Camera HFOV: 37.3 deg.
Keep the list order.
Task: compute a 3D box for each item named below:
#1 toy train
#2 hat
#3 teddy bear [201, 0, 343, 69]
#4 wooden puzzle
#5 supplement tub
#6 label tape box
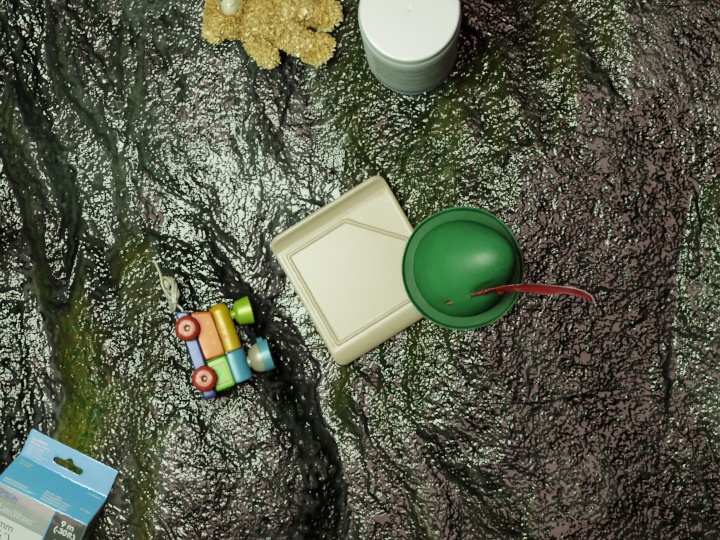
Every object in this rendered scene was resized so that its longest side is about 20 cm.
[{"bbox_3d":[-0.197,0.063,1.455,0.114,0.085,0.203,-19,87,-8],"label":"toy train"},{"bbox_3d":[0.164,-0.012,1.370,0.197,0.176,0.169,-11,87,-10],"label":"hat"},{"bbox_3d":[-0.121,-0.347,1.465,0.198,0.067,0.146,29,88,3],"label":"teddy bear"},{"bbox_3d":[0.000,0.000,1.467,0.183,0.037,0.202,-31,92,1],"label":"wooden puzzle"},{"bbox_3d":[0.065,-0.311,1.386,0.129,0.200,0.135,0,88,3],"label":"supplement tub"},{"bbox_3d":[-0.443,0.343,1.465,0.142,0.063,0.203,24,90,3],"label":"label tape box"}]
